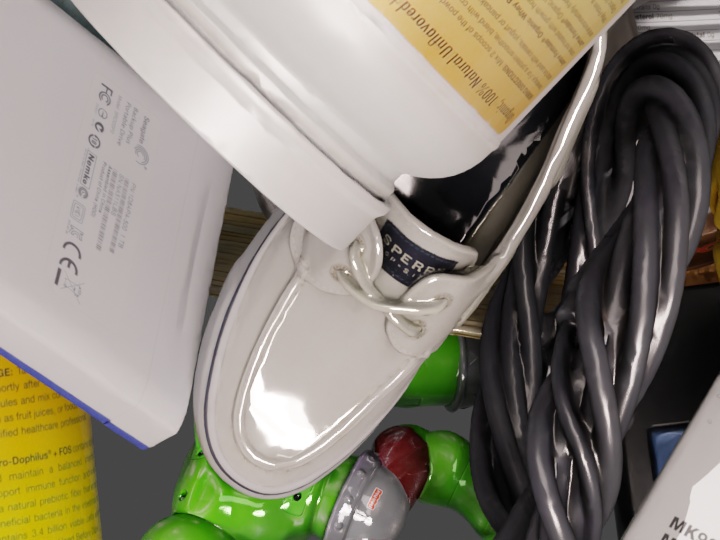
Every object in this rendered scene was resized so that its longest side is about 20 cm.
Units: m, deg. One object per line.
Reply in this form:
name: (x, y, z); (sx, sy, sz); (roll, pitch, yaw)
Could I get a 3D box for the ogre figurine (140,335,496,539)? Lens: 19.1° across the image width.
ogre figurine: (-0.008, 0.085, 0.775); (0.119, 0.098, 0.201); (27, 80, 3)

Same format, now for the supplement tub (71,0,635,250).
supplement tub: (0.020, -0.120, 0.612); (0.200, 0.145, 0.145); (-46, 74, 4)

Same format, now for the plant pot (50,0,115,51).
plant pot: (-0.129, -0.187, 0.821); (0.195, 0.200, 0.197); (40, 77, 14)

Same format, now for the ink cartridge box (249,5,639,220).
ink cartridge box: (0.009, -0.112, 0.749); (0.144, 0.201, 0.084); (-25, 33, -8)

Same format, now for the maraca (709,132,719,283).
maraca: (0.173, 0.011, 0.667); (0.107, 0.136, 0.202); (-28, 72, 40)

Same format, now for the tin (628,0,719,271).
tin: (0.119, -0.100, 0.867); (0.111, 0.042, 0.202); (-1, 70, -2)

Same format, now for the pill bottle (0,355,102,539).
pill bottle: (-0.145, 0.066, 0.752); (0.103, 0.104, 0.202); (-5, 92, 1)

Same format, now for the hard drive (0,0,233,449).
hard drive: (-0.128, -0.046, 0.707); (0.025, 0.200, 0.133); (-28, 39, 35)

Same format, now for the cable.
cable: (0.067, 0.018, 0.675); (0.050, 0.163, 0.202); (18, 91, 0)

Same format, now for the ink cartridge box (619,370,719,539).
ink cartridge box: (0.175, 0.092, 0.743); (0.145, 0.084, 0.201); (29, 76, 14)

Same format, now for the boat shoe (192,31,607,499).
boat shoe: (0.015, -0.009, 0.695); (0.072, 0.066, 0.200); (39, 91, -11)

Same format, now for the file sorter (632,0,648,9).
file sorter: (0.135, -0.218, 0.825); (0.199, 0.125, 0.139); (-29, 66, -13)

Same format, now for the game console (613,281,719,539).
game console: (0.184, 0.096, 0.798); (0.175, 0.031, 0.202); (-6, 70, 0)

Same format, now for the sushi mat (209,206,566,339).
sushi mat: (0.000, 0.000, 0.811); (0.198, 0.096, 0.012); (9, 111, 6)
